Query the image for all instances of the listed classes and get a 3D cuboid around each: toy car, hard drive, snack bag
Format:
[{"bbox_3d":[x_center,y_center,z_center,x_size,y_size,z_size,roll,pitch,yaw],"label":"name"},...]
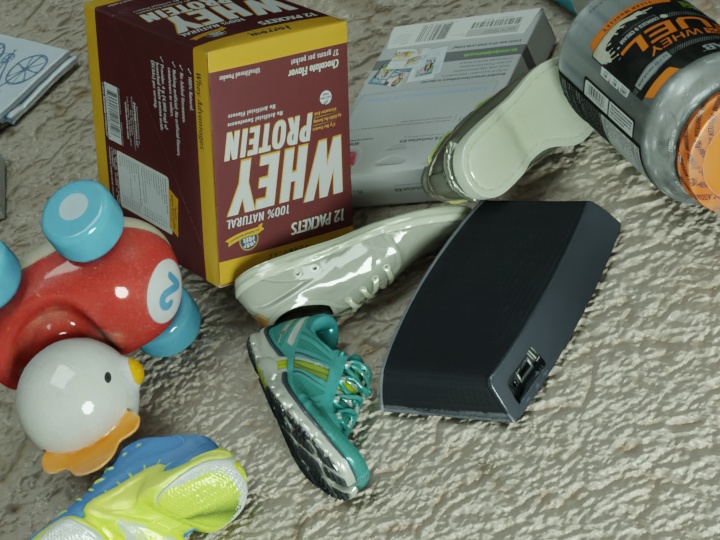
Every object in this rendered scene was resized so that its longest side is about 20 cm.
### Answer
[{"bbox_3d":[-0.208,0.072,1.559,0.176,0.185,0.201,-26,52,5],"label":"toy car"},{"bbox_3d":[0.100,0.023,1.488,0.134,0.042,0.200,2,47,38],"label":"hard drive"},{"bbox_3d":[-0.416,-0.178,2.126,0.188,0.021,0.200,18,57,47],"label":"snack bag"}]

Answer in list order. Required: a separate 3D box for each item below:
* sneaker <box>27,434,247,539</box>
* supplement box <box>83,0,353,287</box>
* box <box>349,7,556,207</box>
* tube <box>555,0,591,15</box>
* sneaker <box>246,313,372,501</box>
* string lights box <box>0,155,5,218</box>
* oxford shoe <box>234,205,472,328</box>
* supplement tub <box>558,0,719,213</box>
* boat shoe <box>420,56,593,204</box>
[{"bbox_3d":[-0.178,0.184,1.483,0.199,0.076,0.105,-24,23,-3],"label":"sneaker"},{"bbox_3d":[-0.117,-0.120,1.655,0.132,0.198,0.200,-17,27,-32],"label":"supplement box"},{"bbox_3d":[0.065,-0.139,1.712,0.155,0.041,0.200,-4,43,33],"label":"box"},{"bbox_3d":[0.174,-0.277,1.798,0.077,0.051,0.200,-28,30,-4],"label":"tube"},{"bbox_3d":[-0.028,0.090,1.477,0.079,0.078,0.200,-23,35,-4],"label":"sneaker"},{"bbox_3d":[-0.450,-0.059,1.973,0.199,0.059,0.103,-25,36,9],"label":"string lights box"},{"bbox_3d":[0.000,0.000,1.581,0.199,0.075,0.058,-21,76,-2],"label":"oxford shoe"},{"bbox_3d":[0.240,-0.128,1.500,0.122,0.123,0.200,-33,36,-3],"label":"supplement tub"},{"bbox_3d":[0.124,-0.114,1.596,0.060,0.072,0.202,-14,18,48],"label":"boat shoe"}]
